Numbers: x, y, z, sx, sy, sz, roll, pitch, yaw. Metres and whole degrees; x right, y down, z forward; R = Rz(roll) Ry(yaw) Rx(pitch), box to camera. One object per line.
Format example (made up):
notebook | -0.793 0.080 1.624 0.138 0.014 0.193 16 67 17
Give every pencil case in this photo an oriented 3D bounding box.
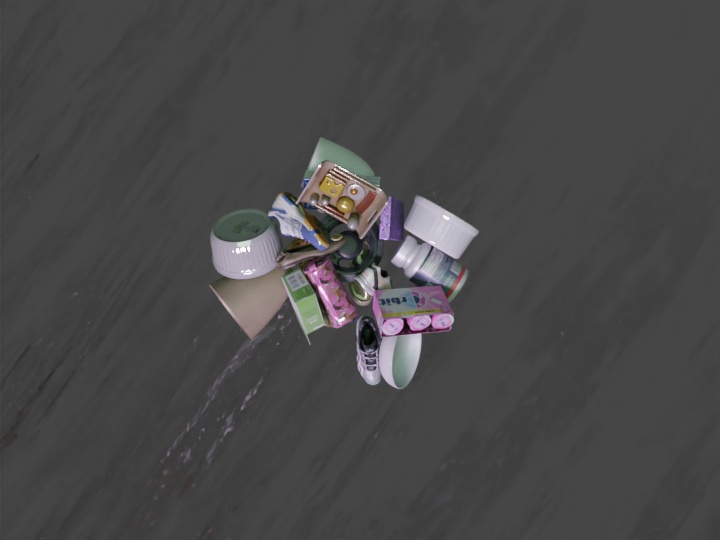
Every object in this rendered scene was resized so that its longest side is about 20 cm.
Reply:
pencil case | -0.079 0.055 1.504 0.082 0.086 0.201 -32 113 -15

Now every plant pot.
plant pot | -0.276 0.054 1.554 0.199 0.187 0.188 -38 92 -14

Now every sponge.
sponge | 0.088 -0.139 1.544 0.030 0.200 0.113 2 92 14

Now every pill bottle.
pill bottle | 0.190 -0.007 1.587 0.199 0.120 0.120 34 89 -2

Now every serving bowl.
serving bowl | 0.102 0.220 1.566 0.065 0.200 0.202 9 90 28

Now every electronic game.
electronic game | -0.034 -0.069 1.552 0.198 0.042 0.202 0 88 -6

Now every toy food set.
toy food set | -0.047 -0.175 1.438 0.199 0.061 0.144 27 128 -15

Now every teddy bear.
teddy bear | -0.136 -0.064 1.575 0.143 0.067 0.202 6 74 -4

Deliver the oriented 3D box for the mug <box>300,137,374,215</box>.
mug | -0.068 -0.243 1.575 0.174 0.148 0.201 22 120 -10

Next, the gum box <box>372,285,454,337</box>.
gum box | 0.140 0.105 1.490 0.198 0.114 0.067 -5 128 -10

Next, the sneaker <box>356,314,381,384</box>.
sneaker | 0.022 0.227 1.572 0.077 0.140 0.202 -10 90 -1

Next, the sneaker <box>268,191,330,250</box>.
sneaker | -0.159 -0.112 1.474 0.200 0.075 0.088 48 108 19

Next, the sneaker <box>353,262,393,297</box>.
sneaker | 0.065 0.051 1.561 0.080 0.200 0.074 -47 49 0

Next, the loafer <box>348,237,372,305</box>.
loafer | 0.000 0.000 1.605 0.075 0.068 0.202 -6 91 -2

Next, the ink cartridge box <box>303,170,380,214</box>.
ink cartridge box | -0.049 -0.203 1.485 0.198 0.044 0.095 5 132 3

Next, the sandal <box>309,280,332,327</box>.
sandal | -0.100 0.062 1.606 0.079 0.054 0.202 -8 81 -9

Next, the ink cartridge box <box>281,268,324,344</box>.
ink cartridge box | -0.149 0.099 1.532 0.059 0.201 0.104 -25 51 -11

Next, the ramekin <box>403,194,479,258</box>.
ramekin | 0.215 -0.116 1.552 0.199 0.200 0.098 31 96 -2

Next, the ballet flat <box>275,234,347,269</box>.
ballet flat | -0.130 -0.058 1.487 0.198 0.067 0.047 -20 110 -1

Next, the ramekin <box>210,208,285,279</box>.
ramekin | -0.307 -0.080 1.518 0.198 0.201 0.106 -7 128 -2
